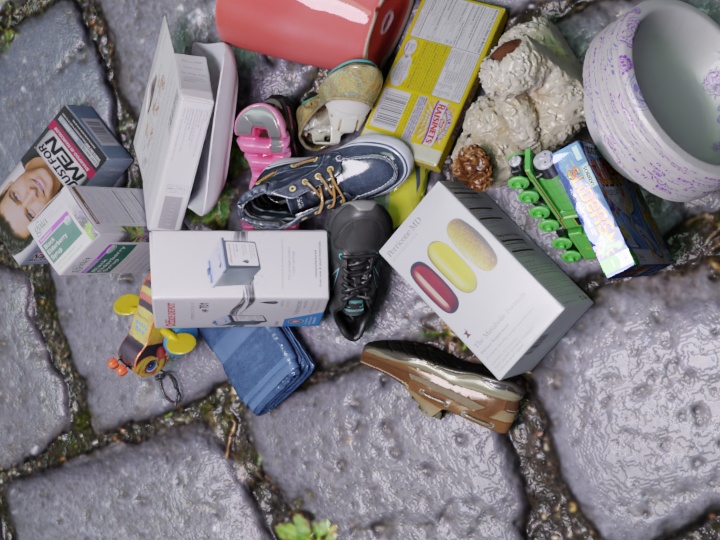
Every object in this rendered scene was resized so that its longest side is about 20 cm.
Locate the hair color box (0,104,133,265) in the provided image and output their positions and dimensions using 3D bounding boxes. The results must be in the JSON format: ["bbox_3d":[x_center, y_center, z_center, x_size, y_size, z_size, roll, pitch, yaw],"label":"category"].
[{"bbox_3d":[-0.398,-0.110,1.896,0.200,0.061,0.099,-47,73,21],"label":"hair color box"}]

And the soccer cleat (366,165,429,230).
[{"bbox_3d":[0.052,-0.108,1.684,0.083,0.065,0.201,33,100,-18],"label":"soccer cleat"}]

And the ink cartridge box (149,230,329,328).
[{"bbox_3d":[-0.140,0.011,1.668,0.198,0.147,0.087,-2,75,-7],"label":"ink cartridge box"}]

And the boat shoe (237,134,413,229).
[{"bbox_3d":[-0.040,-0.091,1.616,0.199,0.091,0.071,-11,115,31],"label":"boat shoe"}]

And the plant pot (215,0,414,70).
[{"bbox_3d":[-0.042,-0.317,1.649,0.176,0.200,0.201,25,103,12],"label":"plant pot"}]

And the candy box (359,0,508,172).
[{"bbox_3d":[0.082,-0.216,1.634,0.102,0.026,0.201,20,79,22],"label":"candy box"}]

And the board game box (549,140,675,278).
[{"bbox_3d":[0.262,-0.060,1.495,0.034,0.200,0.136,-27,81,21],"label":"board game box"}]

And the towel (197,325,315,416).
[{"bbox_3d":[-0.143,0.070,1.782,0.112,0.048,0.201,-43,72,30],"label":"towel"}]

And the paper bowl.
[{"bbox_3d":[0.307,-0.166,1.474,0.104,0.200,0.202,-31,78,49],"label":"paper bowl"}]

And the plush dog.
[{"bbox_3d":[0.171,-0.157,1.561,0.160,0.200,0.172,45,114,-5],"label":"plush dog"}]

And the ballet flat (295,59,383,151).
[{"bbox_3d":[-0.025,-0.181,1.655,0.200,0.070,0.071,-26,78,67],"label":"ballet flat"}]

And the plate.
[{"bbox_3d":[-0.183,-0.172,1.745,0.032,0.200,0.201,7,96,-17],"label":"plate"}]

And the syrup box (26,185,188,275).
[{"bbox_3d":[-0.304,-0.048,1.775,0.079,0.200,0.082,-43,74,20],"label":"syrup box"}]

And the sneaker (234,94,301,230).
[{"bbox_3d":[-0.100,-0.119,1.743,0.078,0.096,0.201,7,120,12],"label":"sneaker"}]

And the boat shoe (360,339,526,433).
[{"bbox_3d":[0.089,0.134,1.660,0.199,0.076,0.074,17,103,25],"label":"boat shoe"}]

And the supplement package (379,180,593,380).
[{"bbox_3d":[0.138,0.008,1.609,0.200,0.109,0.114,46,110,17],"label":"supplement package"}]

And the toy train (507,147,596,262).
[{"bbox_3d":[0.211,-0.067,1.533,0.056,0.200,0.042,-10,58,24],"label":"toy train"}]

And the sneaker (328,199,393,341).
[{"bbox_3d":[0.000,0.000,1.647,0.075,0.201,0.080,-2,52,-7],"label":"sneaker"}]

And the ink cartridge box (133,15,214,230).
[{"bbox_3d":[-0.228,-0.177,1.760,0.177,0.044,0.201,-106,29,-46],"label":"ink cartridge box"}]

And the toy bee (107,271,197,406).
[{"bbox_3d":[-0.253,0.087,1.774,0.130,0.108,0.201,6,107,42],"label":"toy bee"}]
